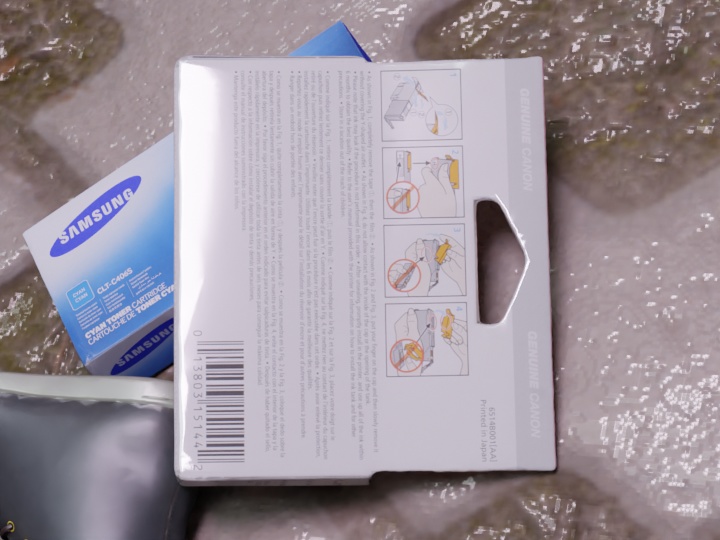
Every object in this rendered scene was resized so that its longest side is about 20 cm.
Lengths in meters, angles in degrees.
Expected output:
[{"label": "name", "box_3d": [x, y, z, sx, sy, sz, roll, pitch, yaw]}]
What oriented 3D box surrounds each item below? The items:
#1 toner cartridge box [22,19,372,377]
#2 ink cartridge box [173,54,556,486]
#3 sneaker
[{"label": "toner cartridge box", "box_3d": [-0.066, -0.031, 1.124, 0.200, 0.043, 0.095, -34, 55, 4]}, {"label": "ink cartridge box", "box_3d": [0.000, 0.000, 1.045, 0.175, 0.045, 0.201, 0, 79, -2]}, {"label": "sneaker", "box_3d": [-0.173, 0.110, 1.078, 0.199, 0.075, 0.107, -4, 62, 21]}]
